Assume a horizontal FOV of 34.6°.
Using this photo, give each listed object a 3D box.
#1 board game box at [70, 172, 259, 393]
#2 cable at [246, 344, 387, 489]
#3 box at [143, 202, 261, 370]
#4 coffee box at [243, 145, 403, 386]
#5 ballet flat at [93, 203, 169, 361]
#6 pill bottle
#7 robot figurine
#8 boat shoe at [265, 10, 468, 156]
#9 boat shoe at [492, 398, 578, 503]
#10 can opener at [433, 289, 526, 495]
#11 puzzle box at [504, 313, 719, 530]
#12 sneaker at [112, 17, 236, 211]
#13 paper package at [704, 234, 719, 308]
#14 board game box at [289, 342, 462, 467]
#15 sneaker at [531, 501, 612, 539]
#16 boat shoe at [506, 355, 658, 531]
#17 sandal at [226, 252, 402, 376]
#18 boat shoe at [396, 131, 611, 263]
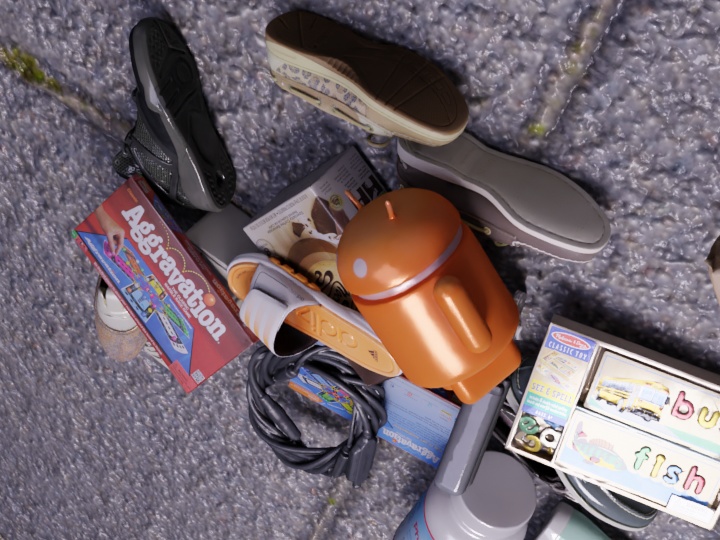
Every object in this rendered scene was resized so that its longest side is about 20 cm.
[{"bbox_3d":[-0.194,0.014,1.140,0.103,0.019,0.200,-37,90,27],"label":"board game box"},{"bbox_3d":[-0.050,0.139,1.219,0.163,0.051,0.201,28,138,20],"label":"cable"},{"bbox_3d":[-0.163,0.025,1.226,0.068,0.082,0.200,35,135,8],"label":"box"},{"bbox_3d":[0.000,0.000,1.090,0.113,0.080,0.200,-27,106,46],"label":"coffee box"},{"bbox_3d":[-0.246,0.001,1.205,0.068,0.067,0.202,9,96,3],"label":"ballet flat"},{"bbox_3d":[0.106,0.264,1.190,0.108,0.109,0.200,34,144,7],"label":"pill bottle"},{"bbox_3d":[0.055,0.016,0.960,0.116,0.144,0.201,-22,116,26],"label":"robot figurine"},{"bbox_3d":[0.004,-0.154,0.980,0.199,0.073,0.063,34,143,23],"label":"boat shoe"},{"bbox_3d":[0.174,0.174,1.125,0.200,0.057,0.067,46,136,-4],"label":"boat shoe"},{"bbox_3d":[0.102,0.104,1.064,0.067,0.053,0.201,23,103,17],"label":"can opener"},{"bbox_3d":[0.241,0.133,1.018,0.199,0.025,0.134,20,111,10],"label":"puzzle box"},{"bbox_3d":[-0.203,-0.146,1.119,0.113,0.076,0.200,2,130,26],"label":"sneaker"},{"bbox_3d":[0.379,0.048,0.850,0.190,0.104,0.201,-5,119,38],"label":"paper package"},{"bbox_3d":[0.019,0.130,1.215,0.199,0.019,0.103,27,133,14],"label":"board game box"},{"bbox_3d":[0.215,0.340,1.215,0.118,0.074,0.201,34,135,11],"label":"sneaker"},{"bbox_3d":[0.216,0.159,1.075,0.200,0.073,0.062,50,139,-2],"label":"boat shoe"},{"bbox_3d":[-0.055,0.051,1.067,0.206,0.059,0.079,27,144,26],"label":"sandal"},{"bbox_3d":[0.116,-0.057,0.975,0.199,0.072,0.060,28,141,18],"label":"boat shoe"}]
